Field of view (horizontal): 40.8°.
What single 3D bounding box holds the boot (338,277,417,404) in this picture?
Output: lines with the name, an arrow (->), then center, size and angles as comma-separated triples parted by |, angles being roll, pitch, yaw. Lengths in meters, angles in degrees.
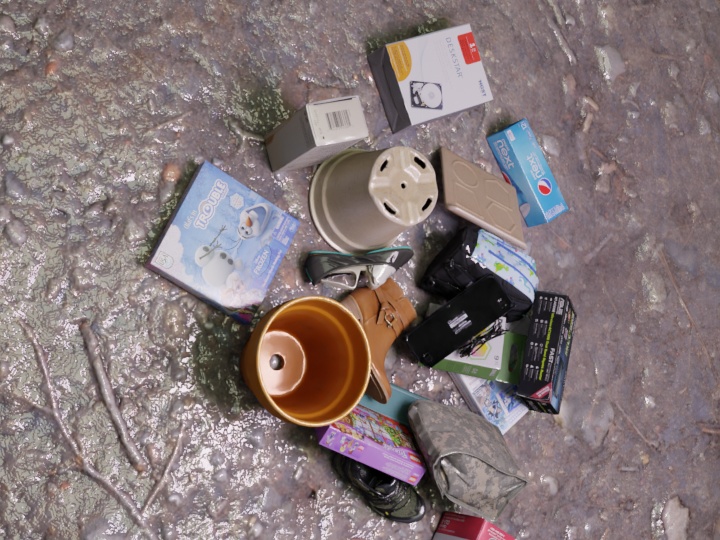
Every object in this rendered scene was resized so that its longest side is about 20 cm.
boot -> 0.043, 0.119, 1.718 | 0.154, 0.073, 0.202 | -27, 90, -32

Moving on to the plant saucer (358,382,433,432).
plant saucer -> 0.073, 0.248, 1.756 | 0.198, 0.019, 0.071 | 26, 73, -23

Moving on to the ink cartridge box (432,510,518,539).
ink cartridge box -> 0.196, 0.556, 1.710 | 0.145, 0.144, 0.202 | 35, 69, -20

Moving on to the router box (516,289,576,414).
router box -> 0.347, 0.154, 1.787 | 0.150, 0.061, 0.203 | 43, 58, -65

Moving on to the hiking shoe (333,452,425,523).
hiking shoe -> 0.042, 0.381, 1.675 | 0.199, 0.100, 0.076 | 38, 76, -16

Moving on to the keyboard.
keyboard -> 0.181, 0.102, 1.710 | 0.199, 0.040, 0.105 | -35, 78, 1

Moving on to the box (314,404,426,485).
box -> 0.009, 0.281, 1.654 | 0.198, 0.137, 0.039 | 28, 106, -22

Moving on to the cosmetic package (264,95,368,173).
cosmetic package -> -0.079, -0.228, 1.633 | 0.104, 0.199, 0.072 | -15, 89, -28

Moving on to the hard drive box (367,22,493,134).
hard drive box -> 0.133, -0.364, 1.828 | 0.198, 0.077, 0.158 | -22, 94, -28

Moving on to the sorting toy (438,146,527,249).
sorting toy -> 0.224, -0.133, 1.818 | 0.183, 0.037, 0.202 | 26, 35, -23

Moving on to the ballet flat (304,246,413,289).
ballet flat -> 0.000, 0.000, 1.707 | 0.197, 0.068, 0.069 | -4, 73, -8

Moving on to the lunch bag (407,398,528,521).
lunch bag -> 0.171, 0.323, 1.697 | 0.199, 0.165, 0.118 | 30, 107, -26

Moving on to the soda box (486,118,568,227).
soda box -> 0.330, -0.191, 1.913 | 0.064, 0.068, 0.202 | -30, 98, -26

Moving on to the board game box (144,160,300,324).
board game box -> -0.227, -0.045, 1.623 | 0.198, 0.043, 0.202 | 31, 71, -19

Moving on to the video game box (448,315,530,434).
video game box -> 0.274, 0.187, 1.851 | 0.199, 0.047, 0.184 | -36, 98, -25

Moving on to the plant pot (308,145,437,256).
plant pot -> 0.035, -0.134, 1.690 | 0.198, 0.183, 0.204 | 4, 82, -26

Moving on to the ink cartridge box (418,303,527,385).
ink cartridge box -> 0.210, 0.135, 1.763 | 0.197, 0.060, 0.105 | 12, 62, 0

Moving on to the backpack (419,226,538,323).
backpack -> 0.237, 0.013, 1.788 | 0.199, 0.163, 0.154 | 36, 47, -4

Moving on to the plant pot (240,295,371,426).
plant pot -> -0.110, 0.151, 1.581 | 0.197, 0.183, 0.204 | 4, 82, -27
